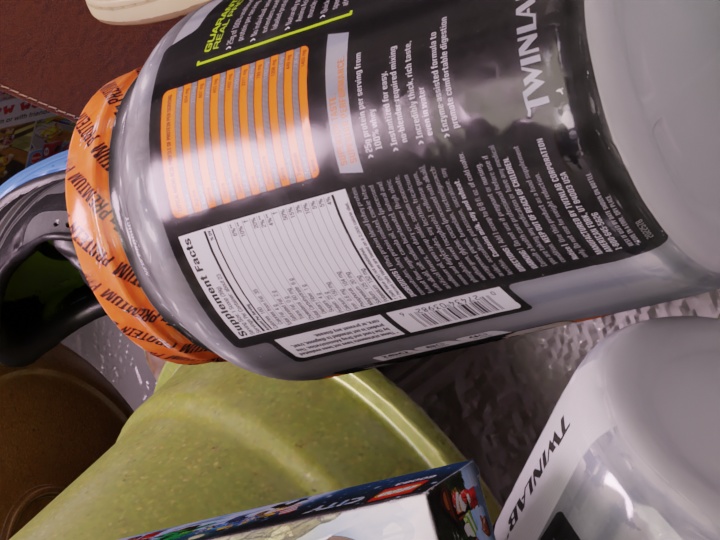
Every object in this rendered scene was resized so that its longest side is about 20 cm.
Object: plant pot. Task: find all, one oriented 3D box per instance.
[{"bbox_3d":[-0.065,0.145,0.849,0.200,0.184,0.201,30,137,33],"label":"plant pot"},{"bbox_3d":[-0.121,0.114,0.954,0.027,0.200,0.201,-12,85,32],"label":"plant pot"}]

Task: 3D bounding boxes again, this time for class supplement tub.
[{"bbox_3d":[0.080,0.123,0.729,0.123,0.122,0.200,48,127,34],"label":"supplement tub"},{"bbox_3d":[0.016,-0.036,0.754,0.200,0.122,0.123,-13,85,36],"label":"supplement tub"}]

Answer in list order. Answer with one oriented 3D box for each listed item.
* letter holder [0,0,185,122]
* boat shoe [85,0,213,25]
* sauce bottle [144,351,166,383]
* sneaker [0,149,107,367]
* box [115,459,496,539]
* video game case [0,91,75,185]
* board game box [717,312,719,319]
[{"bbox_3d":[-0.039,-0.139,0.909,0.200,0.142,0.101,-47,29,42],"label":"letter holder"},{"bbox_3d":[-0.025,-0.139,0.783,0.200,0.072,0.072,-20,114,43],"label":"boat shoe"},{"bbox_3d":[0.000,0.000,0.892,0.200,0.065,0.065,-28,74,48],"label":"sauce bottle"},{"bbox_3d":[-0.067,-0.024,0.906,0.199,0.071,0.083,-32,37,32],"label":"sneaker"},{"bbox_3d":[-0.044,0.140,0.697,0.200,0.038,0.137,-15,92,25],"label":"box"},{"bbox_3d":[-0.193,0.001,1.056,0.018,0.143,0.200,42,125,31],"label":"video game case"},{"bbox_3d":[0.134,0.083,0.776,0.120,0.032,0.200,46,127,32],"label":"board game box"}]
